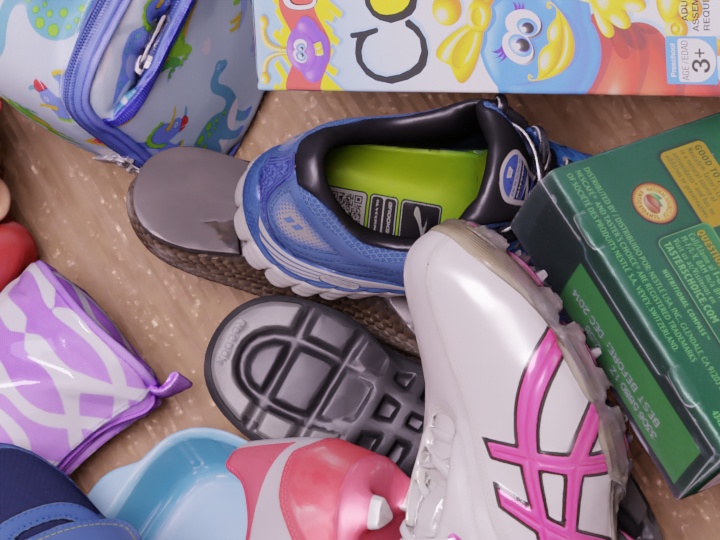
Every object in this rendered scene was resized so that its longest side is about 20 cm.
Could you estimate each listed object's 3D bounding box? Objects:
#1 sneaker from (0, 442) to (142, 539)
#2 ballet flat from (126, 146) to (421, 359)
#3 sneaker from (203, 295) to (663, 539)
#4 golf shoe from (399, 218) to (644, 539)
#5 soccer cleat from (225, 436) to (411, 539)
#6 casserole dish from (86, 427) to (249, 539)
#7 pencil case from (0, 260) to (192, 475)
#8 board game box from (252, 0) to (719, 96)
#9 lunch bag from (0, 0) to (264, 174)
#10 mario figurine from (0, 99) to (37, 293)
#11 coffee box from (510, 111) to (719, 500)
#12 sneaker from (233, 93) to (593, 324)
[{"bbox_3d":[-0.095,0.132,0.800,0.074,0.083,0.200,-15,55,-34],"label":"sneaker"},{"bbox_3d":[0.000,0.000,0.879,0.199,0.046,0.068,17,71,-2],"label":"ballet flat"},{"bbox_3d":[0.032,0.072,0.857,0.199,0.079,0.076,33,82,1],"label":"sneaker"},{"bbox_3d":[0.051,0.082,0.761,0.092,0.073,0.201,-25,105,-19],"label":"golf shoe"},{"bbox_3d":[-0.021,0.161,0.803,0.076,0.067,0.202,10,98,32],"label":"soccer cleat"},{"bbox_3d":[-0.032,0.150,0.872,0.199,0.039,0.122,32,87,19],"label":"casserole dish"},{"bbox_3d":[-0.170,0.089,0.900,0.200,0.084,0.085,-47,68,1],"label":"pencil case"},{"bbox_3d":[0.066,-0.124,0.812,0.199,0.105,0.104,4,104,33],"label":"board game box"},{"bbox_3d":[-0.074,-0.141,0.887,0.082,0.161,0.201,24,84,20],"label":"lunch bag"},{"bbox_3d":[-0.198,-0.067,0.930,0.105,0.124,0.201,-6,71,2],"label":"mario figurine"},{"bbox_3d":[0.168,-0.005,0.791,0.199,0.044,0.123,-20,69,-29],"label":"coffee box"},{"bbox_3d":[0.056,-0.018,0.820,0.199,0.089,0.079,4,75,-16],"label":"sneaker"}]
